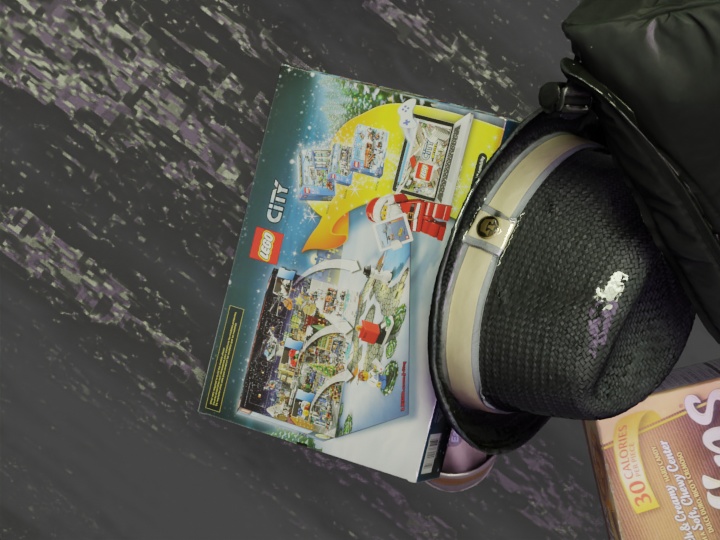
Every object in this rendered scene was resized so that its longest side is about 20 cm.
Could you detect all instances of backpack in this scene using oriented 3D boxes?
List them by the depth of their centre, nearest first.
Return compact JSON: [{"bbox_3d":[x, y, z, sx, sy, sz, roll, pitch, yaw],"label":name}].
[{"bbox_3d":[0.203,-0.059,0.963,0.127,0.167,0.200,-44,118,-35],"label":"backpack"}]

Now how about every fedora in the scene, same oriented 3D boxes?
[{"bbox_3d":[0.123,0.011,1.052,0.092,0.201,0.201,18,96,35],"label":"fedora"}]

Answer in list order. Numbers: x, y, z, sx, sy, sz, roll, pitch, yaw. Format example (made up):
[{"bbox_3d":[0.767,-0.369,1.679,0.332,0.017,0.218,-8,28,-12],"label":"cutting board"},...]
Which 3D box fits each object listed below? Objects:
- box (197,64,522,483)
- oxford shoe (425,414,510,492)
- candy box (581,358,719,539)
[{"bbox_3d":[0.000,0.000,1.086,0.137,0.038,0.200,16,95,23],"label":"box"},{"bbox_3d":[0.051,0.028,1.114,0.075,0.058,0.200,-4,95,-2],"label":"oxford shoe"},{"bbox_3d":[0.235,0.106,1.139,0.200,0.055,0.116,-14,97,-4],"label":"candy box"}]
